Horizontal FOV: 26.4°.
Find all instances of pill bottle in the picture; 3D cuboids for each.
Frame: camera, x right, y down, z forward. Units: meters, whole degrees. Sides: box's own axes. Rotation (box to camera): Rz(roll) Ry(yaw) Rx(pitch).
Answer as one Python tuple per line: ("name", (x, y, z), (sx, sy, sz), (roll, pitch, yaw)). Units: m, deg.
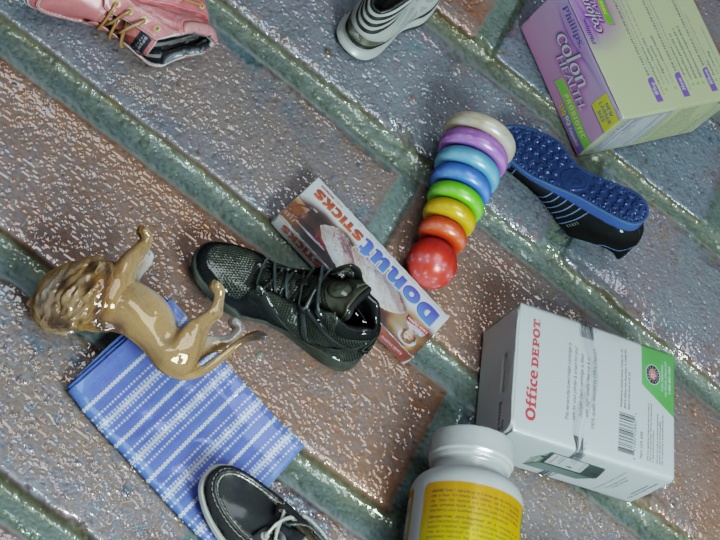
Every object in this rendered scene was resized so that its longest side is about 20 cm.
("pill bottle", (0.096, 0.255, 1.453), (0.112, 0.113, 0.202), (20, 58, -19))

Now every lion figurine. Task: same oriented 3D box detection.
("lion figurine", (-0.193, 0.044, 1.391), (0.199, 0.073, 0.123), (33, 63, 5))

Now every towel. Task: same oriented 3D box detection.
("towel", (-0.160, 0.136, 1.423), (0.200, 0.024, 0.145), (47, 55, -2))

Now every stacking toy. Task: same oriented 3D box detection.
("stacking toy", (0.097, -0.069, 1.636), (0.085, 0.085, 0.202), (31, 61, -12))

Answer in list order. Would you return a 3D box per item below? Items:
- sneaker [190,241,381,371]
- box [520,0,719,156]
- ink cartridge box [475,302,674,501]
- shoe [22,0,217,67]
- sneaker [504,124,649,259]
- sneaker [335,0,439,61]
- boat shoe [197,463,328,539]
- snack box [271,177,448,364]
("sneaker", (-0.063, 0.016, 1.481), (0.198, 0.114, 0.077), (32, 54, -10))
("box", (0.320, -0.249, 1.829), (0.198, 0.097, 0.178), (-14, 74, -34))
("ink cartridge box", (0.223, 0.138, 1.597), (0.198, 0.084, 0.148), (19, 59, -20))
("shoe", (-0.238, -0.259, 1.539), (0.198, 0.071, 0.092), (-7, 65, -36))
("sneaker", (0.227, -0.084, 1.722), (0.199, 0.078, 0.070), (35, 55, 17))
("sneaker", (0.061, -0.320, 1.707), (0.076, 0.115, 0.201), (42, 54, -4))
("boat shoe", (-0.066, 0.252, 1.386), (0.074, 0.060, 0.201), (-41, 96, -33))
("snack box", (0.000, 0.000, 1.576), (0.200, 0.024, 0.072), (47, 52, -1))
